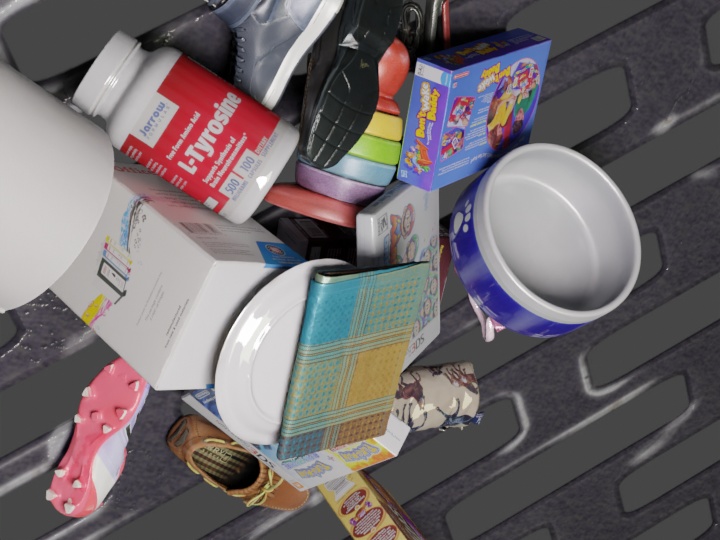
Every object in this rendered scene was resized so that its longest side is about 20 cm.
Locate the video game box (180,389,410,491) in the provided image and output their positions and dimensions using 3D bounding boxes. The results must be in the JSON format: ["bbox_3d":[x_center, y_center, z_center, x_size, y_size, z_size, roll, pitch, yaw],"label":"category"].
[{"bbox_3d":[-0.073,0.153,1.671,0.182,0.200,0.047,38,55,-17],"label":"video game box"}]

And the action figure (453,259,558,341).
[{"bbox_3d":[0.144,-0.011,1.765,0.149,0.134,0.200,-32,159,22],"label":"action figure"}]

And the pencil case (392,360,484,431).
[{"bbox_3d":[0.046,0.161,1.843,0.200,0.078,0.089,-6,106,-27],"label":"pencil case"}]

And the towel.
[{"bbox_3d":[-0.010,0.085,1.517,0.147,0.022,0.200,-7,120,-42],"label":"towel"}]

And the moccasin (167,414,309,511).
[{"bbox_3d":[-0.131,0.230,1.782,0.074,0.078,0.201,-46,129,2],"label":"moccasin"}]

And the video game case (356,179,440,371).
[{"bbox_3d":[0.043,0.007,1.638,0.182,0.024,0.200,-39,132,-58],"label":"video game case"}]

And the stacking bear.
[{"bbox_3d":[-0.008,-0.153,1.607,0.121,0.114,0.200,-4,112,-67],"label":"stacking bear"}]

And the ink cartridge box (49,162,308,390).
[{"bbox_3d":[-0.182,0.003,1.521,0.147,0.200,0.145,3,119,-52],"label":"ink cartridge box"}]

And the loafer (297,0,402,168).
[{"bbox_3d":[-0.022,-0.196,1.534,0.073,0.072,0.200,29,78,-43],"label":"loafer"}]

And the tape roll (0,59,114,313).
[{"bbox_3d":[-0.340,-0.081,1.401,0.139,0.203,0.203,34,97,-39],"label":"tape roll"}]

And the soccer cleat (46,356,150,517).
[{"bbox_3d":[-0.276,0.178,1.690,0.200,0.067,0.076,-64,158,9],"label":"soccer cleat"}]

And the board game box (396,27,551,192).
[{"bbox_3d":[0.123,-0.174,1.654,0.200,0.045,0.135,-24,132,-50],"label":"board game box"}]

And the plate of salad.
[{"bbox_3d":[-0.065,0.076,1.508,0.200,0.048,0.200,-23,128,-33],"label":"plate of salad"}]

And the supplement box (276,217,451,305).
[{"bbox_3d":[0.000,0.000,1.731,0.200,0.061,0.109,0,116,-29],"label":"supplement box"}]

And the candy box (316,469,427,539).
[{"bbox_3d":[0.030,0.313,1.844,0.056,0.200,0.117,-45,129,0],"label":"candy box"}]

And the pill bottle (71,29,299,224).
[{"bbox_3d":[-0.168,-0.141,1.481,0.200,0.112,0.112,32,100,-8],"label":"pill bottle"}]

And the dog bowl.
[{"bbox_3d":[0.198,-0.032,1.667,0.200,0.200,0.079,0,160,-29],"label":"dog bowl"}]

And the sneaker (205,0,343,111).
[{"bbox_3d":[-0.127,-0.231,1.518,0.146,0.077,0.202,23,113,-28],"label":"sneaker"}]

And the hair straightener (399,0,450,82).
[{"bbox_3d":[0.065,-0.232,1.643,0.077,0.041,0.200,-14,124,-22],"label":"hair straightener"}]
